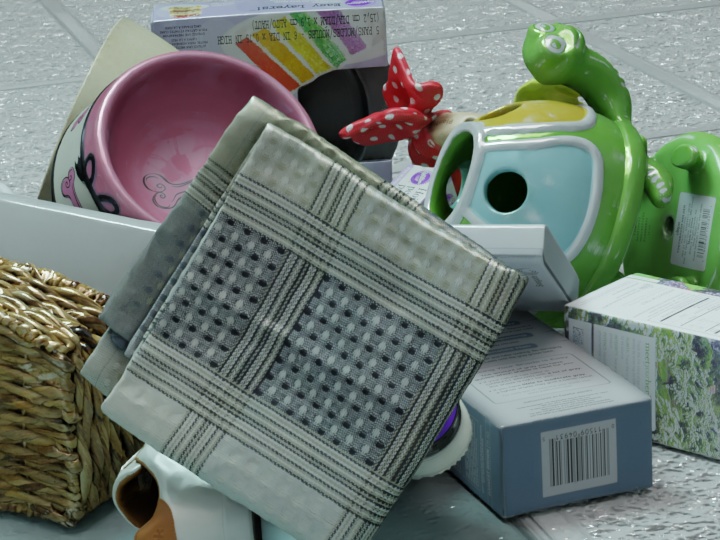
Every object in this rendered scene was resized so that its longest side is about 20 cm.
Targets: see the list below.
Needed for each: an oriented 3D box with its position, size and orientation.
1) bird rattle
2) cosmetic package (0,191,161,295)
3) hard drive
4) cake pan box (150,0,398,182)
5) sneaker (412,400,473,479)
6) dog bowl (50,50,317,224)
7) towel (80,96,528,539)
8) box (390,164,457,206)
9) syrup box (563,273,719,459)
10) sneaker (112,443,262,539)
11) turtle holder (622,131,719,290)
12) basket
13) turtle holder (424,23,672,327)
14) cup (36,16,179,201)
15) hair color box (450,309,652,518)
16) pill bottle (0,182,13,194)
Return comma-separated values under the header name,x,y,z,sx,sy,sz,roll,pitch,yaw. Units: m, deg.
name,x,y,z,sx,sy,sz,roll,pitch,yaw
bird rattle,0.090,-0.084,1.854,0.199,0.163,0.113,1,55,20
cosmetic package,-0.199,0.012,1.580,0.199,0.113,0.081,13,4,17
hard drive,0.028,-0.001,1.487,0.199,0.027,0.132,0,-15,15
cake pan box,-0.067,-0.128,1.935,0.199,0.185,0.052,-3,22,-2
sneaker,-0.018,0.029,1.357,0.070,0.100,0.200,-45,54,-11
dog bowl,-0.114,-0.069,1.677,0.199,0.074,0.201,9,58,-15
towel,-0.037,0.031,1.285,0.200,0.193,0.035,33,4,18
box,0.000,0.000,1.649,0.039,0.042,0.200,11,43,36
syrup box,0.226,0.064,1.455,0.200,0.079,0.081,12,23,40
sneaker,-0.103,0.099,1.374,0.084,0.073,0.200,-8,32,2
turtle holder,0.248,-0.017,1.656,0.131,0.141,0.186,7,-26,-21
basket,-0.211,0.054,1.459,0.199,0.143,0.149,8,21,31
turtle holder,0.125,-0.059,1.589,0.131,0.186,0.141,19,21,-20
cup,-0.153,-0.076,1.824,0.143,0.201,0.200,21,19,0
hair color box,0.091,0.081,1.457,0.099,0.061,0.200,-9,19,-19
pill bottle,-0.339,0.004,1.687,0.199,0.112,0.112,-10,19,-19
